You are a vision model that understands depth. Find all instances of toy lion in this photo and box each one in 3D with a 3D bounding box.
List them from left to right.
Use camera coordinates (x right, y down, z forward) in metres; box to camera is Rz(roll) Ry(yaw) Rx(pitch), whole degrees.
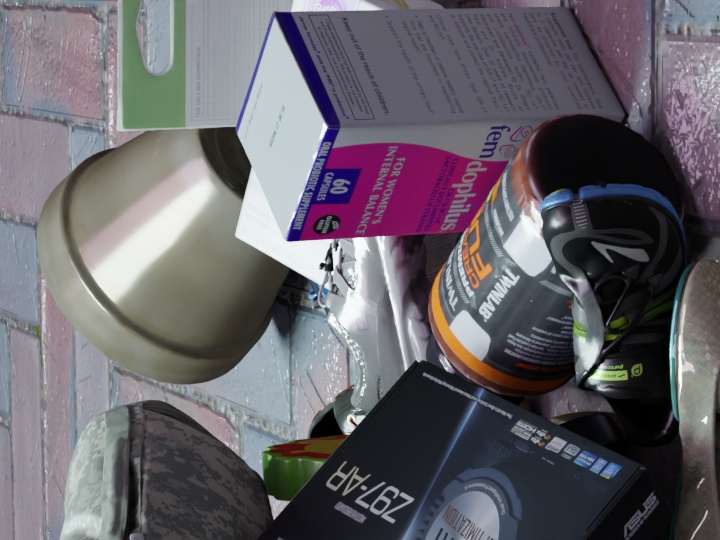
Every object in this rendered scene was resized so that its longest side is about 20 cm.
[{"bbox_3d":[0.042,0.121,1.642,0.200,0.192,0.069,-178,85,-65],"label":"toy lion"}]

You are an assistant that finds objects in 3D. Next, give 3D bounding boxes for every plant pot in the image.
[{"bbox_3d":[-0.120,-0.042,2.024,0.174,0.200,0.200,-44,52,39],"label":"plant pot"}]

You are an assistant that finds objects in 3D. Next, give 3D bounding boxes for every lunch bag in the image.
[{"bbox_3d":[-0.118,0.190,1.576,0.200,0.139,0.168,-95,-15,-61],"label":"lunch bag"}]

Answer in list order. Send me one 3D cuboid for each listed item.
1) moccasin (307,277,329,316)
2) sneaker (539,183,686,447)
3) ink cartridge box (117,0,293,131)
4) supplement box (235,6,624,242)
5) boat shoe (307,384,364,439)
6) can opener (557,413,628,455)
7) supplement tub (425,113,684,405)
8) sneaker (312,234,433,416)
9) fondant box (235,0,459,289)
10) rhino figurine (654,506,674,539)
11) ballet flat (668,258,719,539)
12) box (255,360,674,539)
[{"bbox_3d":[-0.012,-0.031,1.892,0.068,0.080,0.200,103,157,-59],"label":"moccasin"},{"bbox_3d":[0.148,0.025,1.452,0.200,0.071,0.083,65,-156,-46],"label":"sneaker"},{"bbox_3d":[-0.080,-0.170,1.823,0.048,0.200,0.146,-162,71,-64],"label":"ink cartridge box"},{"bbox_3d":[0.042,-0.091,1.606,0.101,0.200,0.103,111,145,-44],"label":"supplement box"},{"bbox_3d":[0.021,0.103,1.816,0.074,0.063,0.201,48,157,-3],"label":"boat shoe"},{"bbox_3d":[0.079,0.164,1.535,0.200,0.063,0.079,-34,37,12],"label":"can opener"},{"bbox_3d":[0.106,0.005,1.579,0.200,0.107,0.107,-59,41,47],"label":"supplement tub"},{"bbox_3d":[0.000,0.000,1.689,0.075,0.082,0.200,-3,-103,-71],"label":"sneaker"},{"bbox_3d":[0.006,-0.086,1.765,0.144,0.058,0.200,29,115,29],"label":"fondant box"},{"bbox_3d":[0.157,0.210,1.561,0.200,0.060,0.087,-64,32,36],"label":"rhino figurine"},{"bbox_3d":[0.206,0.091,1.453,0.062,0.067,0.200,10,108,35],"label":"ballet flat"},{"bbox_3d":[0.052,0.147,1.476,0.200,0.160,0.044,25,157,49],"label":"box"}]
